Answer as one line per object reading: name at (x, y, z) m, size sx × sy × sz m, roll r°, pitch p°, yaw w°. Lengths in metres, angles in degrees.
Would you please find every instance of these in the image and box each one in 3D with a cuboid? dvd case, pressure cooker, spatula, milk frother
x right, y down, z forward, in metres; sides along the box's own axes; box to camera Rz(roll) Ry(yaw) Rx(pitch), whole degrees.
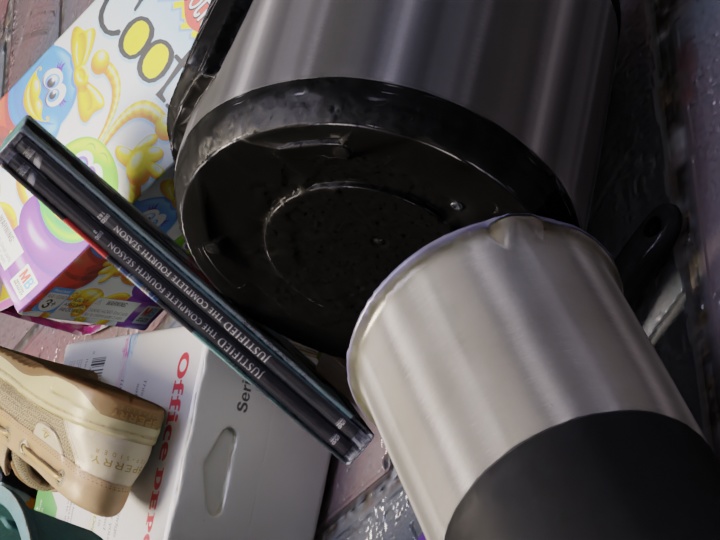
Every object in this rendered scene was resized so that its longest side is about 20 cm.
dvd case at (-0.081, 0.005, 0.999) m, size 0.022 × 0.200 × 0.146 m, roll -47°, pitch 9°, yaw 0°
pressure cooker at (0.022, -0.081, 0.945) m, size 0.175 × 0.179 × 0.201 m, roll -11°, pitch 48°, yaw 32°
spatula at (0.081, 0.058, 0.929) m, size 0.201 × 0.020 × 0.057 m, roll -62°, pitch 35°, yaw 19°
milk frother at (0.027, 0.099, 0.801) m, size 0.181 × 0.198 × 0.189 m, roll -62°, pitch 32°, yaw 28°

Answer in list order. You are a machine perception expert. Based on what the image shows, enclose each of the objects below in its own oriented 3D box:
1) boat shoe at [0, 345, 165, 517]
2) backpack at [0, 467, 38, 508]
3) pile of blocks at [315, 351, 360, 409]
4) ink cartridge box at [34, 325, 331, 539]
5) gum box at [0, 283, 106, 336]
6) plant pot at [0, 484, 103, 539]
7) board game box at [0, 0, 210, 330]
boat shoe at (-0.167, 0.079, 1.149) m, size 0.200 × 0.071 × 0.065 m, roll 14°, pitch 87°, yaw 63°
backpack at (-0.255, 0.209, 1.355) m, size 0.175 × 0.152 × 0.202 m, roll -11°, pitch 69°, yaw 55°
pile of blocks at (0.000, 0.000, 1.052) m, size 0.063 × 0.082 × 0.200 m, roll -65°, pitch 27°, yaw 17°
ink cartridge box at (-0.098, 0.111, 1.173) m, size 0.200 × 0.087 × 0.147 m, roll -12°, pitch 65°, yaw 63°
gum box at (-0.151, -0.038, 1.384) m, size 0.200 × 0.066 × 0.115 m, roll -22°, pitch 55°, yaw 57°
plant pot at (-0.098, 0.215, 0.990) m, size 0.200 × 0.195 × 0.202 m, roll -39°, pitch 43°, yaw 47°
board game box at (-0.097, -0.074, 1.119) m, size 0.200 × 0.103 × 0.105 m, roll -42°, pitch 64°, yaw 23°
